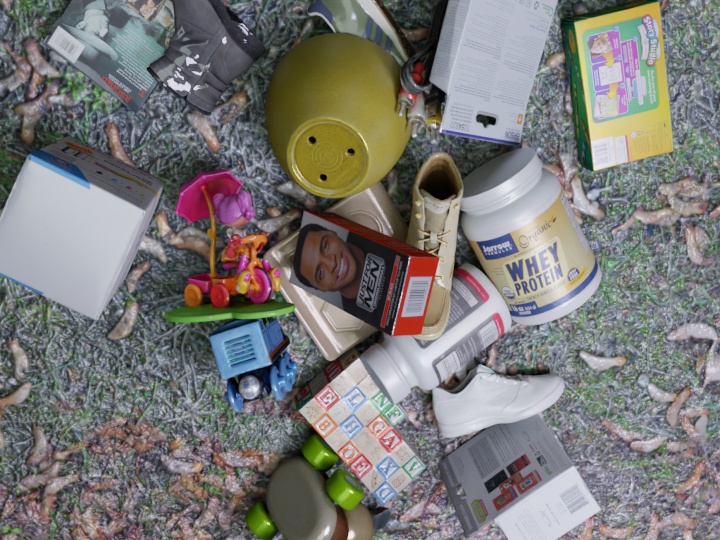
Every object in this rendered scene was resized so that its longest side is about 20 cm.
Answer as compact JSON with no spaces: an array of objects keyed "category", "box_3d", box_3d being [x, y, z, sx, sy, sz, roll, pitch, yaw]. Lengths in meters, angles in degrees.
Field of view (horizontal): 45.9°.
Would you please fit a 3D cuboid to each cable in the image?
[{"category":"cable","box_3d":[0.080,-0.265,1.062,0.050,0.204,0.097,-13,148,38]}]

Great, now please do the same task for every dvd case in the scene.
[{"category":"dvd case","box_3d":[-0.285,-0.324,1.072,0.145,0.022,0.201,35,98,-14]}]

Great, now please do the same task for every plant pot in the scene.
[{"category":"plant pot","box_3d":[-0.031,-0.170,1.051,0.195,0.143,0.204,2,123,3]}]

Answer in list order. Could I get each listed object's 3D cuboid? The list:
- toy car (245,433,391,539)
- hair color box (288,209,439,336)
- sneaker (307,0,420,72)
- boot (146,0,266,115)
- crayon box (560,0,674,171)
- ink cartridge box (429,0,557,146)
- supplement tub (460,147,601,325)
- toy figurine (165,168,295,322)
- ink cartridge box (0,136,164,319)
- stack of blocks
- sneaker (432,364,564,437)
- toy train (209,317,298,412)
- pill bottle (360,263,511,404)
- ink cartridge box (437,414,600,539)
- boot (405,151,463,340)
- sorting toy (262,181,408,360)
[{"category":"toy car","box_3d":[-0.039,0.369,1.262,0.165,0.158,0.199,-49,132,5]},{"category":"hair color box","box_3d":[0.000,0.000,1.073,0.060,0.198,0.104,1,107,-45]},{"category":"sneaker","box_3d":[0.010,-0.288,1.098,0.089,0.068,0.201,-31,113,19]},{"category":"boot","box_3d":[-0.219,-0.288,1.041,0.131,0.070,0.200,-43,124,6]},{"category":"crayon box","box_3d":[0.346,-0.248,1.142,0.116,0.058,0.204,-13,107,-2]},{"category":"ink cartridge box","box_3d":[0.163,-0.267,1.066,0.198,0.040,0.204,-2,109,-51]},{"category":"supplement tub","box_3d":[0.222,-0.046,1.143,0.143,0.145,0.202,-30,107,3]},{"category":"toy figurine","box_3d":[-0.174,-0.037,1.100,0.149,0.197,0.189,-12,99,-47]},{"category":"ink cartridge box","box_3d":[-0.344,-0.061,1.049,0.145,0.200,0.147,25,100,-12]},{"category":"stack of blocks","box_3d":[0.011,0.226,1.238,0.115,0.059,0.201,-39,106,-1]},{"category":"sneaker","box_3d":[0.200,0.175,1.248,0.196,0.075,0.090,-18,96,1]},{"category":"toy train","box_3d":[-0.137,0.113,1.130,0.085,0.200,0.117,-15,93,5]},{"category":"pill bottle","box_3d":[0.100,0.091,1.164,0.198,0.111,0.112,-36,108,-10]},{"category":"ink cartridge box","box_3d":[0.217,0.305,1.215,0.174,0.200,0.085,-34,108,4]},{"category":"boot","box_3d":[0.091,-0.031,1.081,0.071,0.203,0.157,8,146,4]},{"category":"sorting toy","box_3d":[-0.012,0.000,1.192,0.198,0.037,0.187,-34,107,0]}]
